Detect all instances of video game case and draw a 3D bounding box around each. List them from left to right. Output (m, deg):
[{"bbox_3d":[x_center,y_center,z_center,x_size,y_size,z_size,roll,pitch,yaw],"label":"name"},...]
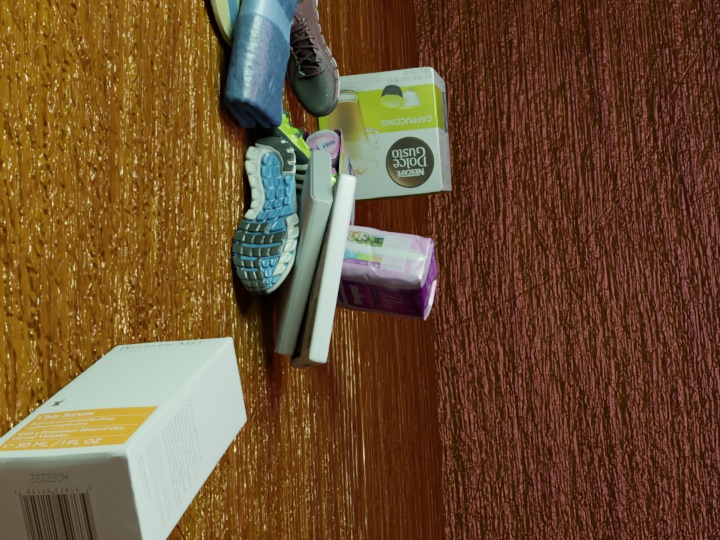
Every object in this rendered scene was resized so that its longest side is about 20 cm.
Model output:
[{"bbox_3d":[-0.045,0.009,1.049,0.182,0.023,0.204,146,-46,-77],"label":"video game case"}]

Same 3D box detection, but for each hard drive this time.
[{"bbox_3d":[-0.068,-0.022,1.074,0.133,0.026,0.203,-96,-160,-60],"label":"hard drive"}]

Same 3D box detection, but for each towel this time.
[{"bbox_3d":[-0.106,-0.267,1.029,0.112,0.047,0.204,41,58,-79],"label":"towel"}]

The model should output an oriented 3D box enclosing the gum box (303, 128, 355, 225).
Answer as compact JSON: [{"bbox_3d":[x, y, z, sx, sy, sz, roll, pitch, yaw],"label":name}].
[{"bbox_3d":[-0.050,-0.098,1.341,0.114,0.065,0.203,73,16,-55],"label":"gum box"}]

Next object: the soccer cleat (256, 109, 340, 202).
[{"bbox_3d":[-0.090,-0.132,1.148,0.200,0.080,0.068,48,11,-42],"label":"soccer cleat"}]

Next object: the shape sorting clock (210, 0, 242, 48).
[{"bbox_3d":[-0.138,-0.353,1.037,0.200,0.038,0.205,8,90,-80],"label":"shape sorting clock"}]

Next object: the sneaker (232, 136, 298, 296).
[{"bbox_3d":[-0.099,-0.051,1.057,0.087,0.073,0.203,83,9,-56],"label":"sneaker"}]

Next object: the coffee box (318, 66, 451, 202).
[{"bbox_3d":[0.046,-0.222,1.552,0.200,0.195,0.202,-26,112,-79],"label":"coffee box"}]

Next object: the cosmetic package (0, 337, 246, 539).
[{"bbox_3d":[-0.153,0.111,0.609,0.200,0.099,0.073,-58,142,-74],"label":"cosmetic package"}]

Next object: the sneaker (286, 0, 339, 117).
[{"bbox_3d":[-0.090,-0.307,1.235,0.115,0.074,0.204,-28,103,-73],"label":"sneaker"}]

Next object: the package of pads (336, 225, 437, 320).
[{"bbox_3d":[0.000,0.000,1.202,0.121,0.196,0.077,74,28,-60],"label":"package of pads"}]
